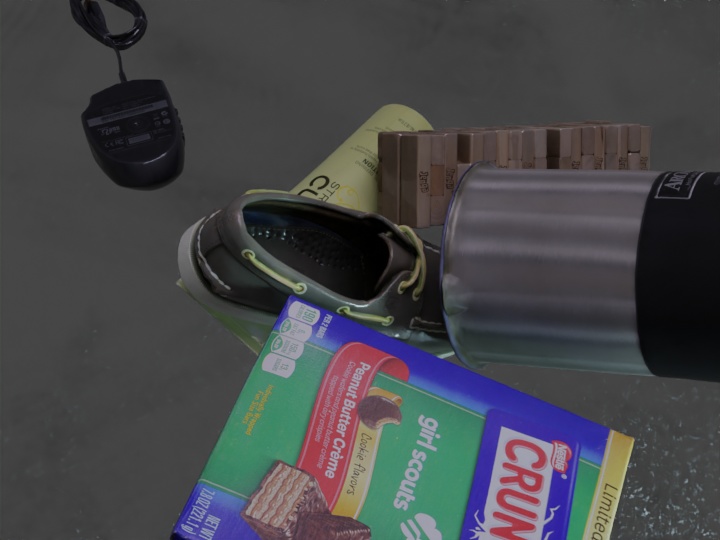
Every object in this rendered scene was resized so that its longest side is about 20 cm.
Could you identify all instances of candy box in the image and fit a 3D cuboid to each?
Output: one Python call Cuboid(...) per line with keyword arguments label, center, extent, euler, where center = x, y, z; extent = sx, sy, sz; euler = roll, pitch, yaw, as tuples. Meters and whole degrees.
Cuboid(label="candy box", center=(0.020, 0.127, 0.782), extent=(0.198, 0.077, 0.170), euler=(23, 45, 2))

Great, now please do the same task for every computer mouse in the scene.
Cuboid(label="computer mouse", center=(-0.150, -0.115, 0.988), extent=(0.058, 0.034, 0.201), euler=(-14, 47, -7))

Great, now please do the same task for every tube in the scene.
Cuboid(label="tube", center=(-0.021, -0.026, 0.932), extent=(0.057, 0.052, 0.200), euler=(12, 43, 34))

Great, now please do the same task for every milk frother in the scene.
Cuboid(label="milk frother", center=(0.160, 0.043, 0.867), extent=(0.186, 0.203, 0.180), euler=(3, 2, 27))

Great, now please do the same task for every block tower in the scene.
Cuboid(label="block tower", center=(0.096, -0.061, 0.960), extent=(0.198, 0.059, 0.054), euler=(-4, 9, -37))

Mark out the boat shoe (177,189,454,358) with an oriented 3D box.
Cuboid(label="boat shoe", center=(0.000, 0.003, 0.871), extent=(0.200, 0.060, 0.073), euler=(13, 61, -30))
